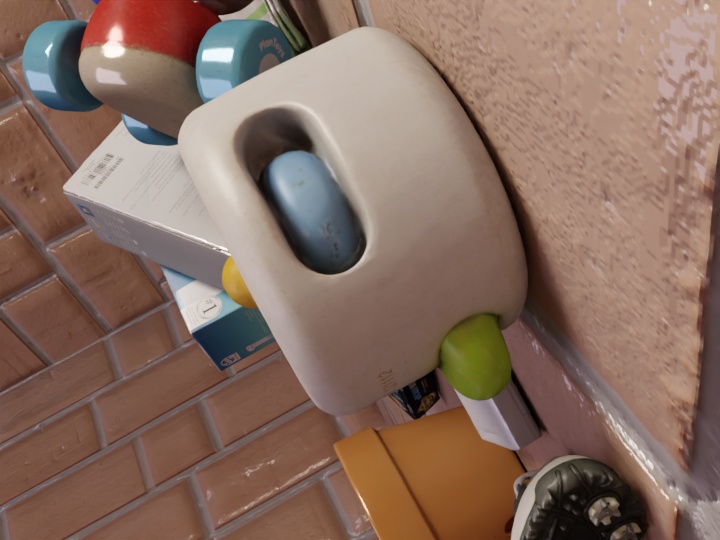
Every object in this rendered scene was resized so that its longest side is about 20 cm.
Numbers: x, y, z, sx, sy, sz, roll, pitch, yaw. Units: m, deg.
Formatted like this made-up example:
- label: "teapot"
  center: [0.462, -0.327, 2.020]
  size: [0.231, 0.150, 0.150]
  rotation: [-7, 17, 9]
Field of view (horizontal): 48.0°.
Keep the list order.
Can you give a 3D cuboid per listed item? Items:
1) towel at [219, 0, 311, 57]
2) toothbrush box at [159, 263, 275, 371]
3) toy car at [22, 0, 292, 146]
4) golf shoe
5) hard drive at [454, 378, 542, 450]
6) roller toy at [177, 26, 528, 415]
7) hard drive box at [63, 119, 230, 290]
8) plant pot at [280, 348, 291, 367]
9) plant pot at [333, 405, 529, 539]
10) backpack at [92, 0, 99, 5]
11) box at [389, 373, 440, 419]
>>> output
- label: "towel"
  center: [-0.128, -0.248, 0.681]
  size: [0.152, 0.023, 0.201]
  rotation: [-11, 111, 54]
- label: "toothbrush box"
  center: [-0.083, -0.025, 0.762]
  size: [0.147, 0.199, 0.085]
  rotation: [59, 173, 31]
- label: "toy car"
  center: [-0.101, -0.193, 0.562]
  size: [0.177, 0.183, 0.201]
  rotation: [15, -95, -62]
- label: "golf shoe"
  center: [0.115, 0.150, 0.483]
  size: [0.200, 0.077, 0.088]
  rotation: [70, 177, -50]
- label: "hard drive"
  center: [0.065, 0.039, 0.623]
  size: [0.201, 0.026, 0.132]
  rotation: [61, 174, 6]
- label: "roller toy"
  center: [-0.012, -0.023, 0.441]
  size: [0.183, 0.139, 0.200]
  rotation: [65, 173, -30]
- label: "hard drive box"
  center: [-0.125, -0.076, 0.697]
  size: [0.199, 0.156, 0.077]
  rotation: [20, 153, 27]
- label: "plant pot"
  center: [-0.116, 0.188, 2.251]
  size: [0.188, 0.187, 0.200]
  rotation: [61, 160, 5]
- label: "plant pot"
  center: [0.081, 0.217, 0.753]
  size: [0.201, 0.139, 0.200]
  rotation: [60, 174, 10]
- label: "backpack"
  center: [-0.300, -0.408, 0.873]
  size: [0.200, 0.162, 0.168]
  rotation: [49, 176, -15]
- label: "box"
  center: [0.003, 0.078, 0.979]
  size: [0.200, 0.046, 0.159]
  rotation: [41, 166, 30]
